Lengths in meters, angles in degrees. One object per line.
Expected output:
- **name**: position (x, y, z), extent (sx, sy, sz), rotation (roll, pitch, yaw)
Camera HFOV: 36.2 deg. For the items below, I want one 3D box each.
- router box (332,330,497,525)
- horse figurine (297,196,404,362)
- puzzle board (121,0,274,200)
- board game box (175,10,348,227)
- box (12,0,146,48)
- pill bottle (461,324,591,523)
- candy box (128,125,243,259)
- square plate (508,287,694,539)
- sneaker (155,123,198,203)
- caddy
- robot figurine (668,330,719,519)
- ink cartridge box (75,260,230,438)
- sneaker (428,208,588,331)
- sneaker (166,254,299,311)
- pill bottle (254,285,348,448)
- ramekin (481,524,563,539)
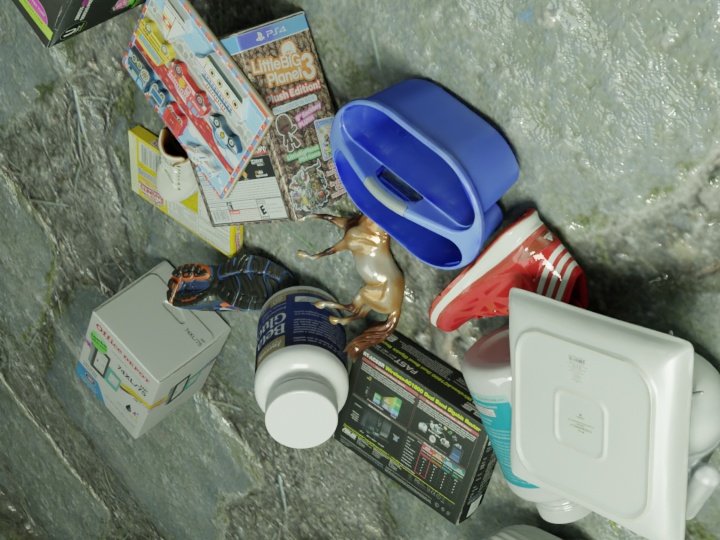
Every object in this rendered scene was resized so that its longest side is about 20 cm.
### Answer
- **router box**: position (0.071, 0.180, 1.303), extent (0.200, 0.062, 0.150), rotation (32, 126, 26)
- **horse figurine**: position (0.000, 0.000, 1.252), extent (0.132, 0.050, 0.201), rotation (-10, 103, 28)
- **puzzle board**: position (-0.178, -0.190, 1.157), extent (0.200, 0.017, 0.151), rotation (53, 142, 10)
- **board game box**: position (-0.113, -0.159, 1.196), extent (0.159, 0.097, 0.201), rotation (0, 112, 49)
- **box**: position (-0.274, -0.353, 1.142), extent (0.149, 0.200, 0.124), rotation (53, 145, -1)
- **pill bottle**: position (0.186, 0.161, 1.143), extent (0.110, 0.111, 0.201), rotation (0, 120, 48)
- **candy box**: position (-0.232, -0.105, 1.457), extent (0.200, 0.026, 0.103), rotation (33, 140, 25)
- **square plate**: position (0.202, 0.132, 0.985), extent (0.200, 0.028, 0.199), rotation (19, 119, 46)
- **sneaker**: position (-0.225, -0.146, 1.346), extent (0.073, 0.085, 0.200), rotation (51, 138, 11)
- **caddy**: position (0.055, -0.092, 1.068), extent (0.200, 0.105, 0.142), rotation (40, 145, 23)
- **robot figurine**: position (0.274, 0.147, 1.030), extent (0.201, 0.112, 0.170), rotation (98, 149, -46)
- **ink cartridge box**: position (-0.310, 0.119, 1.633), extent (0.147, 0.146, 0.200), rotation (45, 144, 10)
- **sneaker**: position (0.150, 0.036, 1.107), extent (0.116, 0.078, 0.200), rotation (48, 146, 9)
- **sneaker**: position (-0.160, 0.021, 1.456), extent (0.199, 0.078, 0.076), rotation (2, 82, 33)
- **pill bottle**: position (-0.070, 0.114, 1.301), extent (0.110, 0.200, 0.112), rotation (-1, 121, -2)
- **ramekin**: position (0.185, 0.392, 1.276), extent (0.105, 0.200, 0.201), rotation (26, 138, 45)
